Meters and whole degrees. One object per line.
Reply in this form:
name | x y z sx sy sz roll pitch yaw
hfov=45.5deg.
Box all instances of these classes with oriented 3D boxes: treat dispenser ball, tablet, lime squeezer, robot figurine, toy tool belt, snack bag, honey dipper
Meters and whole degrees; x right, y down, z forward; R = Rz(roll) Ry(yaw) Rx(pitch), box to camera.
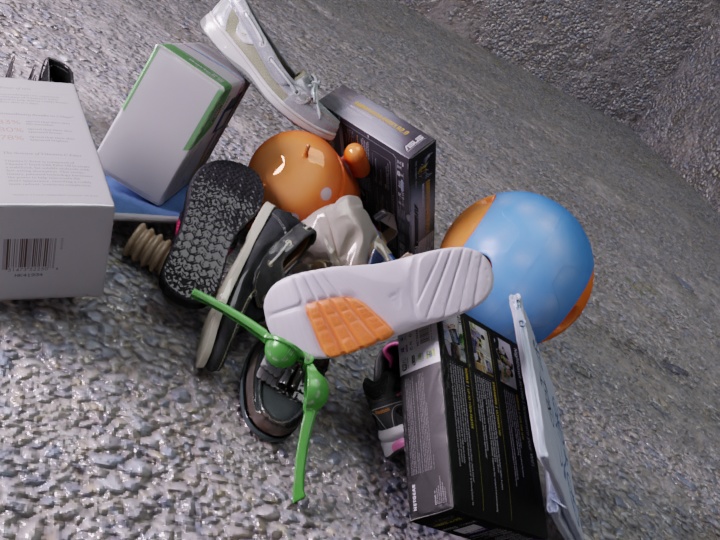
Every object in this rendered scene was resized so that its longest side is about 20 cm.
treat dispenser ball | 0.199 -0.002 1.109 0.200 0.201 0.201 27 26 -14
tablet | -0.233 -0.077 0.918 0.130 0.014 0.200 32 19 34
lime squeezer | -0.071 0.090 0.734 0.201 0.070 0.038 61 -3 13
robot figurine | -0.067 -0.095 1.017 0.143 0.117 0.200 9 -7 14
toy tool belt | 0.000 0.000 0.988 0.123 0.125 0.200 62 16 15
snack bag | 0.180 0.151 0.844 0.200 0.021 0.189 60 22 -46
honey dipper | -0.141 0.020 0.858 0.200 0.038 0.038 32 25 -8

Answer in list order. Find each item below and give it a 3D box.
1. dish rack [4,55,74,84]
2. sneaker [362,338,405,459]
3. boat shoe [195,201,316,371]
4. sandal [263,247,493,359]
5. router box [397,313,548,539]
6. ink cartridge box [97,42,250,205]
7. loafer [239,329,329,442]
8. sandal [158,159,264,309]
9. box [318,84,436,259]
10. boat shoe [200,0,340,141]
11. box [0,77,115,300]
dish rack | -0.408 -0.198 0.908 0.199 0.055 0.154 17 29 -31
sneaker | 0.060 0.100 0.866 0.087 0.080 0.200 63 23 -9
boat shoe | -0.098 0.017 0.818 0.067 0.072 0.200 29 48 -7
sandal | 0.018 0.031 0.776 0.059 0.206 0.080 64 15 -81
router box | 0.102 0.141 0.793 0.149 0.051 0.201 30 46 -40
ink cartridge box | -0.201 -0.171 0.958 0.087 0.146 0.200 31 14 -8
loafer | -0.058 0.069 0.803 0.072 0.063 0.200 33 35 -11
sandal | -0.153 -0.038 0.857 0.075 0.045 0.201 27 48 -11
box | 0.022 -0.115 1.093 0.048 0.200 0.158 -37 56 -26
boat shoe | -0.094 -0.233 0.995 0.202 0.065 0.074 45 12 -10
box | -0.296 -0.074 0.737 0.124 0.098 0.200 -2 41 -28
